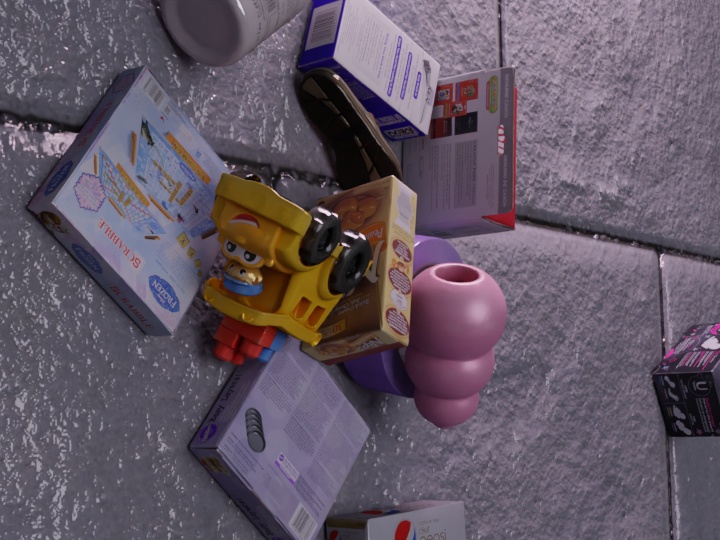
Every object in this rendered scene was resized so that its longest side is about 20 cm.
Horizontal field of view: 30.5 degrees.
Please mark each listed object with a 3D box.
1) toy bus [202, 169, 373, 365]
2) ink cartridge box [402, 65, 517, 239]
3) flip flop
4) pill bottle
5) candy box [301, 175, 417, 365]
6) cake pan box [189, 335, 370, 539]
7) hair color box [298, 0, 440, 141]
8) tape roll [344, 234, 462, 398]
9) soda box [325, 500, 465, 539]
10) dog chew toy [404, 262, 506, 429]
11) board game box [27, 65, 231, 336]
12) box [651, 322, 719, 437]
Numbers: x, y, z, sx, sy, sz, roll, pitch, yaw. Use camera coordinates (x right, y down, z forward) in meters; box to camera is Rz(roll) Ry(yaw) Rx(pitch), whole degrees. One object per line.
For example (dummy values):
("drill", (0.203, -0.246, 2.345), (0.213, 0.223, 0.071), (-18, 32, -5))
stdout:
("toy bus", (-0.102, 0.011, 1.401), (0.192, 0.136, 0.200), (-60, 155, -4))
("ink cartridge box", (0.147, -0.151, 1.723), (0.084, 0.176, 0.200), (15, 74, -49))
("flip flop", (-0.007, -0.167, 1.624), (0.200, 0.081, 0.058), (58, 31, -21))
("pill bottle", (-0.120, -0.318, 1.463), (0.200, 0.114, 0.114), (-48, 121, -43))
("candy box", (0.000, 0.000, 1.514), (0.055, 0.115, 0.200), (35, 50, -43))
("cake pan box", (-0.083, 0.192, 1.489), (0.200, 0.052, 0.184), (54, 49, -31))
("hair color box", (0.014, -0.258, 1.663), (0.200, 0.065, 0.109), (33, 60, -42))
("tape roll", (0.056, 0.055, 1.635), (0.200, 0.066, 0.200), (-17, 111, -51))
("soda box", (0.046, 0.323, 1.615), (0.200, 0.068, 0.064), (2, 84, -51))
("dog chew toy", (0.107, 0.095, 1.564), (0.125, 0.124, 0.200), (-27, 127, -49))
("board game box", (-0.220, -0.071, 1.361), (0.200, 0.041, 0.200), (53, 47, -33))
("box", (0.613, 0.190, 2.302), (0.200, 0.115, 0.132), (-35, 112, -47))
